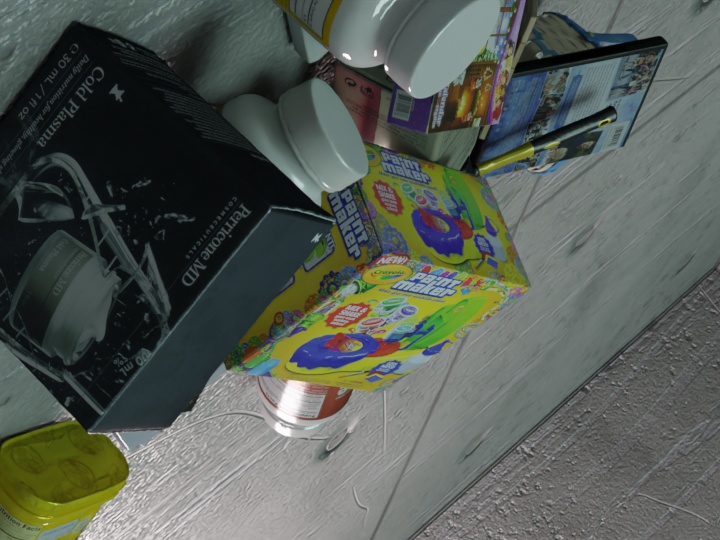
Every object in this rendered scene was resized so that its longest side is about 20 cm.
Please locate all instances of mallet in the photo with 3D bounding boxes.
[{"bbox_3d":[0.161,-0.111,1.615,0.200,0.041,0.066,-18,143,-16],"label":"mallet"}]

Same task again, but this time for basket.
[{"bbox_3d":[0.202,-0.186,1.761,0.200,0.139,0.176,-9,140,-52],"label":"basket"}]

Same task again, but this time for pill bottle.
[{"bbox_3d":[-0.055,0.103,1.839,0.112,0.112,0.200,-36,161,-32],"label":"pill bottle"},{"bbox_3d":[-0.008,-0.208,1.085,0.112,0.200,0.112,-42,163,-16],"label":"pill bottle"},{"bbox_3d":[-0.100,-0.064,1.230,0.200,0.111,0.111,-26,169,18],"label":"pill bottle"}]

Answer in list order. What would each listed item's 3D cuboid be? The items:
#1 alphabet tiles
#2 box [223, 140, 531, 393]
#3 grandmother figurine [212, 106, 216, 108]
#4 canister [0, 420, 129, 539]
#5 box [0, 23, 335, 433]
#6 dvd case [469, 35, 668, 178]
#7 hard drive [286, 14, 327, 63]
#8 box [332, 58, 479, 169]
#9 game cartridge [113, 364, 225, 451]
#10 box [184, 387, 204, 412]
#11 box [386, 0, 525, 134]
[{"bbox_3d":[0.136,-0.228,1.556,0.200,0.008,0.167,111,-12,-51],"label":"alphabet tiles"},{"bbox_3d":[0.000,0.000,1.407,0.193,0.122,0.200,-38,149,31],"label":"box"},{"bbox_3d":[-0.083,-0.114,1.379,0.121,0.061,0.200,-24,177,26],"label":"grandmother figurine"},{"bbox_3d":[-0.326,0.248,1.551,0.200,0.087,0.149,-53,162,23],"label":"canister"},{"bbox_3d":[-0.163,-0.026,1.128,0.200,0.197,0.124,-51,163,11],"label":"box"},{"bbox_3d":[0.206,-0.163,1.643,0.200,0.018,0.143,-14,142,-28],"label":"dvd case"},{"bbox_3d":[-0.009,-0.256,1.277,0.132,0.027,0.200,-44,163,-11],"label":"hard drive"},{"bbox_3d":[0.045,-0.148,1.470,0.128,0.109,0.200,-56,169,-28],"label":"box"},{"bbox_3d":[-0.178,0.093,1.649,0.200,0.040,0.133,-43,167,-13],"label":"game cartridge"},{"bbox_3d":[-0.166,0.048,1.503,0.137,0.038,0.200,-3,128,-55],"label":"box"},{"bbox_3d":[0.086,-0.210,1.280,0.137,0.039,0.200,-17,122,-60],"label":"box"}]
